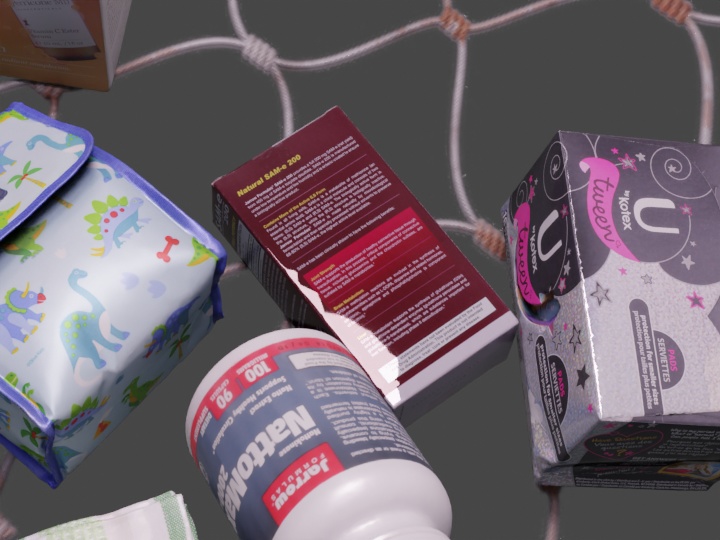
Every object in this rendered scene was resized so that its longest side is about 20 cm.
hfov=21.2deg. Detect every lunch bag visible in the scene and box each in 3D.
[{"bbox_3d":[-0.209,0.003,1.220,0.200,0.128,0.170,39,65,15],"label":"lunch bag"}]

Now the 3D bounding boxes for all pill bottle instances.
[{"bbox_3d":[-0.015,0.138,1.135,0.119,0.120,0.200,-23,44,-15],"label":"pill bottle"}]

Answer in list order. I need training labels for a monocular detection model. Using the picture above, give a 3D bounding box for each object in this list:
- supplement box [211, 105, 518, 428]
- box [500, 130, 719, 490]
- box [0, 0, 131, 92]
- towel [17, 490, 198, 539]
[{"bbox_3d":[0.000,0.000,1.273,0.108,0.061,0.200,-32,71,-19],"label":"supplement box"},{"bbox_3d":[0.175,0.026,1.228,0.131,0.115,0.201,4,62,-17],"label":"box"},{"bbox_3d":[-0.237,-0.226,1.292,0.151,0.200,0.107,8,63,1],"label":"box"},{"bbox_3d":[-0.182,0.221,1.156,0.199,0.031,0.150,-15,55,-11],"label":"towel"}]
